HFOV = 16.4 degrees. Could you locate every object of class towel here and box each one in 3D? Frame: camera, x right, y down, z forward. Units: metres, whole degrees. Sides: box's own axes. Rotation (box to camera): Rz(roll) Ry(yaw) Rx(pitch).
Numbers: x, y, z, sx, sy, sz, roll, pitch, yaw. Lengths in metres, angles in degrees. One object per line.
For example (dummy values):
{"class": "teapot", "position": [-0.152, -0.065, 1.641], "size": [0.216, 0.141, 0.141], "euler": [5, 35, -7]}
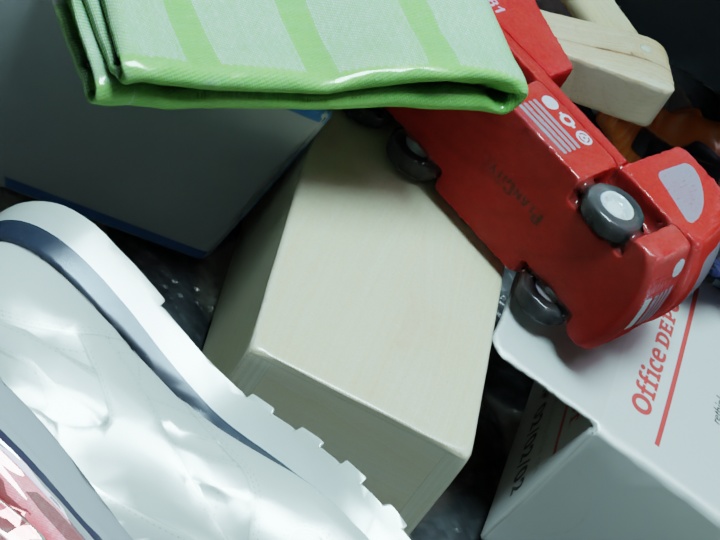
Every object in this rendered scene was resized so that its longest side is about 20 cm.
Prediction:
{"class": "towel", "position": [-0.040, -0.131, 0.780], "size": [0.149, 0.031, 0.200], "euler": [-3, 52, -28]}

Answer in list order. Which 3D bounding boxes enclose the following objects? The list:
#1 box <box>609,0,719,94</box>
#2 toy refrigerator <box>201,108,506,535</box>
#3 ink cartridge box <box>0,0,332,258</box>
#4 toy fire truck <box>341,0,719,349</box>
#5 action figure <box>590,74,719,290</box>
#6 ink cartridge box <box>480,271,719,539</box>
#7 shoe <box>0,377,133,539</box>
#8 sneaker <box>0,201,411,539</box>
{"class": "box", "position": [0.192, -0.154, 0.919], "size": [0.079, 0.141, 0.200], "euler": [38, 38, 22]}
{"class": "toy refrigerator", "position": [0.000, 0.000, 0.822], "size": [0.076, 0.070, 0.200], "euler": [27, 37, -11]}
{"class": "ink cartridge box", "position": [-0.096, -0.120, 0.839], "size": [0.144, 0.085, 0.200], "euler": [21, 42, -26]}
{"class": "toy fire truck", "position": [0.060, -0.071, 0.846], "size": [0.200, 0.049, 0.141], "euler": [48, 39, 17]}
{"class": "action figure", "position": [0.150, -0.037, 0.926], "size": [0.193, 0.105, 0.200], "euler": [36, 1, 18]}
{"class": "ink cartridge box", "position": [0.116, 0.072, 0.853], "size": [0.200, 0.068, 0.115], "euler": [37, 35, -8]}
{"class": "shoe", "position": [-0.102, 0.093, 0.627], "size": [0.200, 0.071, 0.091], "euler": [45, 30, -4]}
{"class": "sneaker", "position": [-0.059, 0.071, 0.699], "size": [0.200, 0.076, 0.080], "euler": [40, 41, 11]}
